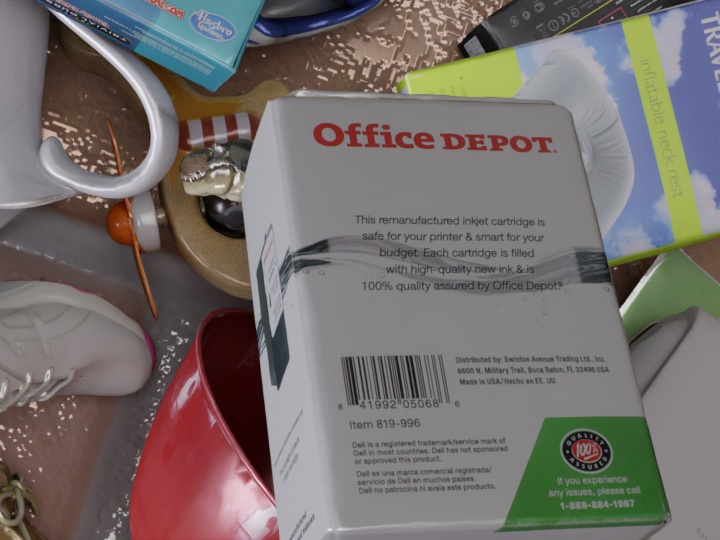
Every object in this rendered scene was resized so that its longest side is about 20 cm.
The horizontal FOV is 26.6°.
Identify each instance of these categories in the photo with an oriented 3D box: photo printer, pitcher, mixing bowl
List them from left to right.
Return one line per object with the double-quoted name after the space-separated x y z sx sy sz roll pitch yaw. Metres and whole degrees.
-0.185 -0.117 0.750 0.170 0.121 0.201 -15 92 14 "pitcher"
-0.040 0.127 0.750 0.108 0.200 0.200 -43 95 15 "mixing bowl"
0.167 0.128 0.757 0.167 0.069 0.200 49 56 -6 "photo printer"

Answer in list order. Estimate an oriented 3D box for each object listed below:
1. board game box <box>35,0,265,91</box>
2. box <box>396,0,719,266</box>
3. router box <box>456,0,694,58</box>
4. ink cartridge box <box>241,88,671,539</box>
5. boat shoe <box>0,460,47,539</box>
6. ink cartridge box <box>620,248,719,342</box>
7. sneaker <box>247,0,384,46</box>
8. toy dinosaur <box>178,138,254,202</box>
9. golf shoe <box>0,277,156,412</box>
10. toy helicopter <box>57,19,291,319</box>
-0.091 -0.209 0.715 0.150 0.047 0.201 26 76 -15 "board game box"
0.130 -0.065 0.793 0.199 0.048 0.123 -15 91 -4 "box"
0.177 -0.119 0.864 0.199 0.062 0.150 -32 91 -13 "router box"
0.032 0.029 0.655 0.146 0.083 0.201 1 61 -17 "ink cartridge box"
-0.211 0.093 0.763 0.200 0.073 0.063 42 83 2 "boat shoe"
0.201 0.103 0.858 0.200 0.048 0.146 39 79 -4 "ink cartridge box"
0.008 -0.167 0.810 0.199 0.088 0.076 -31 117 -14 "sneaker"
0.000 0.000 0.742 0.199 0.047 0.089 18 84 -6 "toy dinosaur"
-0.188 0.047 0.739 0.199 0.075 0.092 15 48 -35 "golf shoe"
-0.097 -0.066 0.805 0.132 0.079 0.200 -39 80 -14 "toy helicopter"
